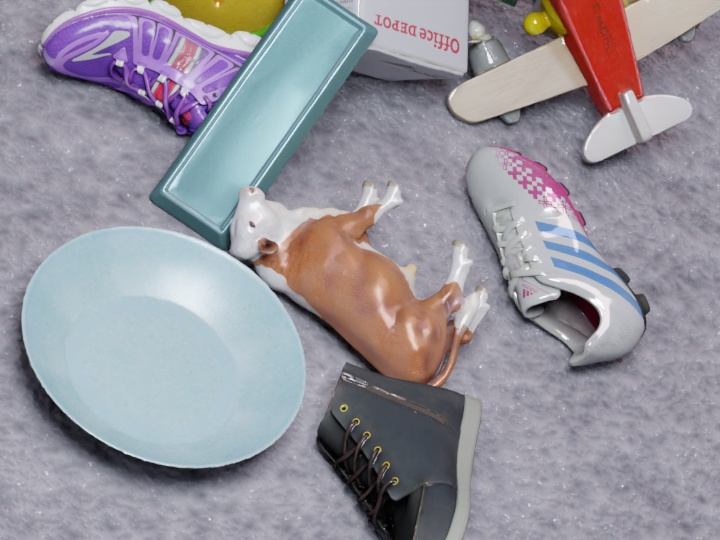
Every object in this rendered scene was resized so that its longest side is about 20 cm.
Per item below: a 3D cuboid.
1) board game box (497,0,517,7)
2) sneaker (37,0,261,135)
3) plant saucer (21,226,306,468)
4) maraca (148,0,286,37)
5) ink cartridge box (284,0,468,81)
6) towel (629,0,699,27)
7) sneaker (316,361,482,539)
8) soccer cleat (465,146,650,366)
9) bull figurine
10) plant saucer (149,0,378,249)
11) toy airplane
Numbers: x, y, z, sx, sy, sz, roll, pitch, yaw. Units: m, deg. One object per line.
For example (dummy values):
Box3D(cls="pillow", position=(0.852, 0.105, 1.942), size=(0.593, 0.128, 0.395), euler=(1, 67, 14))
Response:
Box3D(cls="board game box", position=(0.101, -0.301, 1.794), size=(0.023, 0.105, 0.200), euler=(17, 23, -33))
Box3D(cls="sneaker", position=(-0.140, -0.145, 1.659), size=(0.199, 0.081, 0.084), euler=(12, 53, -19))
Box3D(cls="plant saucer", position=(-0.136, 0.059, 1.507), size=(0.200, 0.039, 0.202), euler=(14, 47, -15))
Box3D(cls="maraca", position=(-0.120, -0.263, 1.741), size=(0.137, 0.107, 0.201), euler=(-15, 70, -21))
Box3D(cls="ink cartridge box", position=(0.015, -0.256, 1.735), size=(0.145, 0.083, 0.201), euler=(9, 81, -52))
Box3D(cls="towel", position=(0.196, -0.273, 1.984), size=(0.146, 0.022, 0.200), euler=(-20, 65, -37))
Box3D(cls="sneaker", position=(0.016, 0.148, 1.492), size=(0.106, 0.075, 0.200), euler=(19, 36, -5))
Box3D(cls="soccer cleat", position=(0.134, -0.013, 1.687), size=(0.086, 0.070, 0.200), euler=(-24, 66, -40))
Box3D(cls="bull figurine", position=(0.000, 0.000, 1.601), size=(0.200, 0.065, 0.121), euler=(44, 71, 6))
Box3D(cls="plant saucer", position=(-0.070, -0.116, 1.626), size=(0.070, 0.019, 0.200), euler=(34, 83, 5))
Box3D(cls="toy airplane", position=(0.187, -0.190, 1.820), size=(0.199, 0.200, 0.141), euler=(18, 12, -24))
